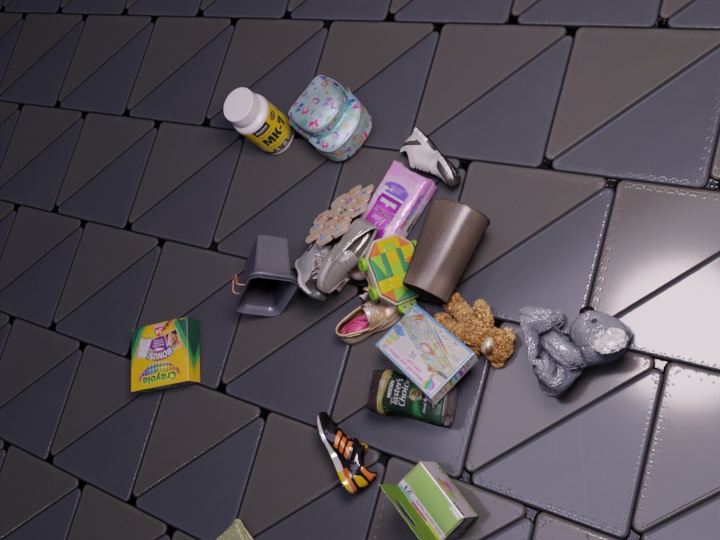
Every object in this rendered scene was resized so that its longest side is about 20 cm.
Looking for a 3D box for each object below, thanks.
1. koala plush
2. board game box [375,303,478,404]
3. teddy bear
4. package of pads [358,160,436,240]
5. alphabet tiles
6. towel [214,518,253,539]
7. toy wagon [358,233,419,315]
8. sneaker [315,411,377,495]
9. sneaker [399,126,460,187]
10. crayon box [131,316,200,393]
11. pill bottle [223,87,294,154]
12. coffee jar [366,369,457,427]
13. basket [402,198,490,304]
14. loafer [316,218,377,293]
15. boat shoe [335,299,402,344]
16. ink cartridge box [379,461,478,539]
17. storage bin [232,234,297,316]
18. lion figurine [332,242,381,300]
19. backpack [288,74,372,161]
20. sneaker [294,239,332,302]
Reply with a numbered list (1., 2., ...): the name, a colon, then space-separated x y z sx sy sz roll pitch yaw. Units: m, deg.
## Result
1. koala plush: 0.440 0.146 1.434 0.197 0.177 0.187 -15 80 22
2. board game box: 0.142 0.179 1.577 0.134 0.034 0.200 -43 49 -7
3. teddy bear: 0.244 0.133 1.588 0.145 0.067 0.201 -43 60 13
4. package of pads: 0.084 -0.154 1.750 0.120 0.075 0.202 33 92 33
5. alphabet tiles: -0.049 -0.136 1.774 0.194 0.015 0.201 -27 27 30
6. towel: -0.322 0.716 1.731 0.200 0.036 0.149 -45 61 9
7. toy wagon: 0.088 0.020 1.664 0.153 0.040 0.203 -19 86 -23
8. sneaker: -0.030 0.406 1.659 0.089 0.070 0.202 -28 64 1
9. sneaker: 0.169 -0.258 1.744 0.080 0.073 0.201 -45 52 12
10. crayon box: -0.534 0.232 1.967 0.197 0.058 0.176 -14 70 23
11. pill bottle: -0.272 -0.400 1.933 0.113 0.199 0.116 -8 72 25
12. coffee jar: 0.111 0.281 1.603 0.197 0.085 0.106 4 76 29
13. basket: 0.182 -0.039 1.612 0.203 0.135 0.180 -65 19 -6
14. loafer: -0.031 -0.032 1.679 0.069 0.070 0.202 24 80 49
15. boat shoe: 0.027 0.108 1.706 0.199 0.069 0.074 -36 62 14
16. ink cartridge box: 0.142 0.469 1.466 0.076 0.200 0.148 -45 61 8
17. storage bin: -0.246 0.009 1.808 0.200 0.143 0.136 125 147 -54
18. lion figurine: 0.000 0.000 1.739 0.198 0.073 0.123 20 63 33
19. backpack: -0.075 -0.391 1.866 0.178 0.150 0.200 -48 65 5
20. sneaker: -0.104 -0.015 1.758 0.116 0.074 0.201 -58 30 17
